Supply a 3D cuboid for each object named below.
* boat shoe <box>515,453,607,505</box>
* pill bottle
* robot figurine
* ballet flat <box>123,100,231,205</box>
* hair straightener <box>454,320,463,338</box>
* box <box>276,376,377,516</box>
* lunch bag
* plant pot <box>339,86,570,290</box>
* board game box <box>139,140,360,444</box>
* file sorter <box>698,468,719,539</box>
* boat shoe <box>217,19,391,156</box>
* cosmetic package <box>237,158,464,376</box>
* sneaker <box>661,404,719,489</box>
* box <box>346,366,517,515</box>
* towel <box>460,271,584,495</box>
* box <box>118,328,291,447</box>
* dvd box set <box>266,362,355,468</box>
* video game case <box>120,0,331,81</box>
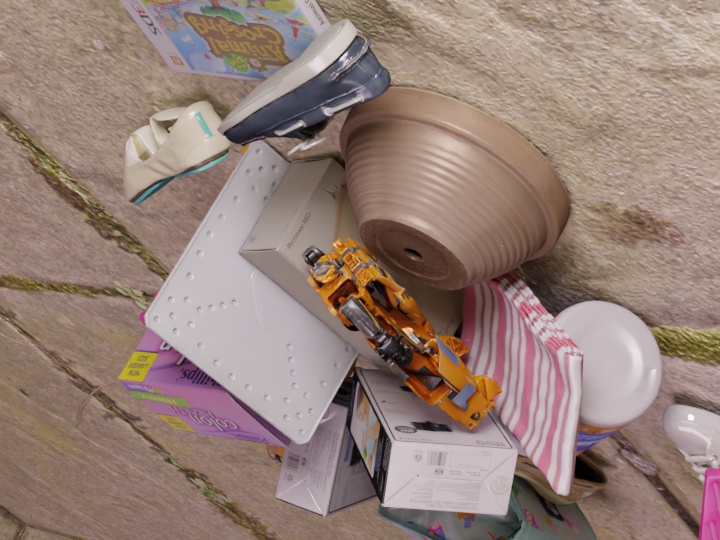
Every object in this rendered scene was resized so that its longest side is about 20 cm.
[{"bbox_3d":[0.176,0.177,1.773,0.199,0.072,0.076,30,149,-30],"label":"boat shoe"},{"bbox_3d":[0.185,0.108,1.545,0.112,0.113,0.200,29,157,-3],"label":"pill bottle"},{"bbox_3d":[0.031,0.047,1.441,0.200,0.058,0.145,44,-176,-36],"label":"robot figurine"},{"bbox_3d":[-0.179,-0.113,1.582,0.069,0.070,0.200,37,154,-20],"label":"ballet flat"},{"bbox_3d":[0.120,0.087,1.685,0.077,0.041,0.200,6,152,43],"label":"hair straightener"},{"bbox_3d":[-0.002,0.172,1.759,0.060,0.118,0.200,16,-171,26],"label":"box"},{"bbox_3d":[0.149,0.267,1.874,0.199,0.123,0.170,14,169,43],"label":"lunch bag"},{"bbox_3d":[0.061,-0.050,1.385,0.200,0.093,0.201,25,157,11],"label":"plant pot"},{"bbox_3d":[-0.077,0.021,1.548,0.200,0.201,0.026,40,158,-27],"label":"board game box"},{"bbox_3d":[0.379,0.294,1.537,0.138,0.126,0.201,-1,123,3],"label":"file sorter"},{"bbox_3d":[-0.043,-0.129,1.310,0.062,0.075,0.200,45,144,-12],"label":"boat shoe"},{"bbox_3d":[0.000,0.000,1.541,0.200,0.104,0.073,40,159,-28],"label":"cosmetic package"},{"bbox_3d":[0.349,0.203,1.593,0.200,0.085,0.073,38,157,-19],"label":"sneaker"},{"bbox_3d":[0.060,0.149,1.536,0.116,0.061,0.200,5,-165,-12],"label":"box"},{"bbox_3d":[0.131,0.081,1.462,0.200,0.030,0.147,-127,29,-51],"label":"towel"},{"bbox_3d":[-0.108,0.055,1.658,0.175,0.201,0.097,2,147,48],"label":"box"},{"bbox_3d":[-0.053,0.112,1.785,0.029,0.147,0.200,28,159,14],"label":"dvd box set"},{"bbox_3d":[-0.116,-0.212,1.338,0.199,0.022,0.182,11,152,36],"label":"video game case"}]
